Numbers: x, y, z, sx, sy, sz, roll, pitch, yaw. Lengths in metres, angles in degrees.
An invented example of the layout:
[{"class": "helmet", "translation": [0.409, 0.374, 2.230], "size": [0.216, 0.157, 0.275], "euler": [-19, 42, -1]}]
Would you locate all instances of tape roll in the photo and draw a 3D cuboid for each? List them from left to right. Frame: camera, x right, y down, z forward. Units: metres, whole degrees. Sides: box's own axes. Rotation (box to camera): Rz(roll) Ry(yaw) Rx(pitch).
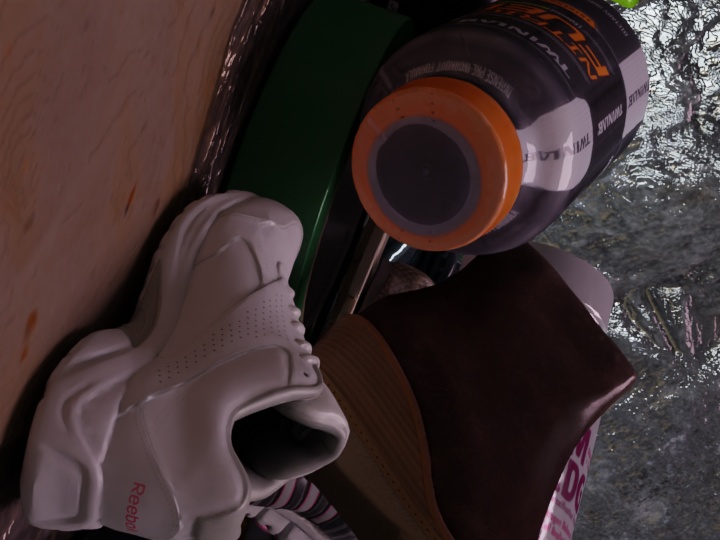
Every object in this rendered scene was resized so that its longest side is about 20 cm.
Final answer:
[{"class": "tape roll", "translation": [-0.026, -0.043, 0.717], "size": [0.200, 0.048, 0.201], "euler": [19, 90, -84]}]

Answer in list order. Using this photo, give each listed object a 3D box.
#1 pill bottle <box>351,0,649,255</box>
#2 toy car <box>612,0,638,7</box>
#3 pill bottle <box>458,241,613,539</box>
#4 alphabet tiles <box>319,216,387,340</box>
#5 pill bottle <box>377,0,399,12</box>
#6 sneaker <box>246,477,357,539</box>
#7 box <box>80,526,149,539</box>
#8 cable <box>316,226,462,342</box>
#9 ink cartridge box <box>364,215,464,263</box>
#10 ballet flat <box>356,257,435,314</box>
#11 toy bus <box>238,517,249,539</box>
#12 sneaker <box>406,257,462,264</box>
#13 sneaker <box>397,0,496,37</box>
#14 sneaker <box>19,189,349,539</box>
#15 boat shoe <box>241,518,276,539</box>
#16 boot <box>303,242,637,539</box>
[{"class": "pill bottle", "translation": [0.066, -0.071, 0.650], "size": [0.200, 0.106, 0.107], "euler": [-39, 149, -60]}, {"class": "toy car", "translation": [0.114, -0.218, 0.990], "size": [0.200, 0.164, 0.158], "euler": [-58, 170, -21]}, {"class": "pill bottle", "translation": [0.078, 0.091, 0.784], "size": [0.113, 0.113, 0.201], "euler": [97, 11, -65]}, {"class": "alphabet tiles", "translation": [0.000, 0.000, 0.778], "size": [0.196, 0.015, 0.201], "euler": [-64, 175, -68]}, {"class": "pill bottle", "translation": [0.059, -0.136, 0.891], "size": [0.113, 0.113, 0.201], "euler": [-54, 162, -71]}, {"class": "sneaker", "translation": [-0.025, 0.082, 0.655], "size": [0.200, 0.087, 0.074], "euler": [48, 23, -53]}, {"class": "box", "translation": [-0.080, 0.228, 0.588], "size": [0.107, 0.148, 0.201], "euler": [-47, 156, -77]}, {"class": "cable", "translation": [-0.003, 0.033, 0.974], "size": [0.200, 0.051, 0.163], "euler": [-53, -154, 5]}, {"class": "ink cartridge box", "translation": [0.080, -0.093, 1.074], "size": [0.088, 0.145, 0.201], "euler": [-55, 163, -71]}, {"class": "ballet flat", "translation": [0.022, 0.028, 0.797], "size": [0.200, 0.046, 0.068], "euler": [103, 11, -83]}, {"class": "toy bus", "translation": [-0.078, 0.232, 0.833], "size": [0.192, 0.135, 0.201], "euler": [39, 68, -67]}, {"class": "sneaker", "translation": [0.027, 0.042, 1.048], "size": [0.076, 0.199, 0.105], "euler": [-82, 156, -72]}, {"class": "sneaker", "translation": [0.057, -0.158, 0.765], "size": [0.083, 0.072, 0.200], "euler": [-39, 138, 10]}, {"class": "sneaker", "translation": [-0.048, 0.041, 0.526], "size": [0.200, 0.099, 0.078], "euler": [-63, 171, -54]}, {"class": "boat shoe", "translation": [-0.021, 0.126, 0.832], "size": [0.068, 0.075, 0.200], "euler": [-44, 177, 29]}, {"class": "boot", "translation": [0.072, 0.085, 0.599], "size": [0.166, 0.200, 0.072], "euler": [-29, 162, -32]}]
